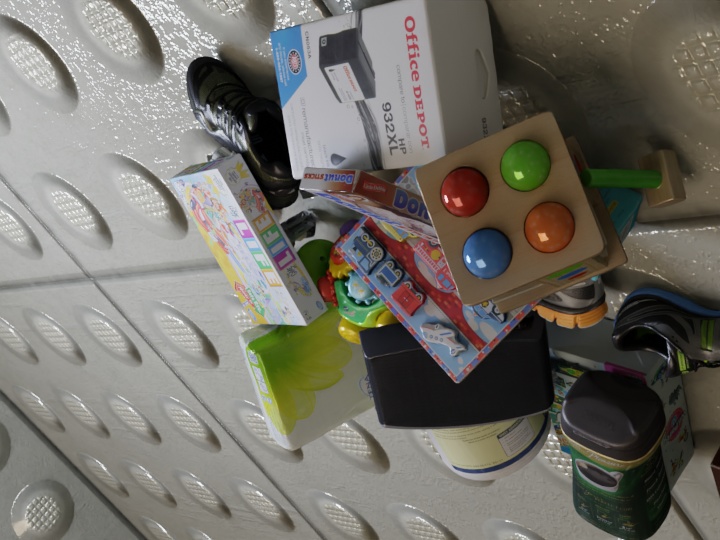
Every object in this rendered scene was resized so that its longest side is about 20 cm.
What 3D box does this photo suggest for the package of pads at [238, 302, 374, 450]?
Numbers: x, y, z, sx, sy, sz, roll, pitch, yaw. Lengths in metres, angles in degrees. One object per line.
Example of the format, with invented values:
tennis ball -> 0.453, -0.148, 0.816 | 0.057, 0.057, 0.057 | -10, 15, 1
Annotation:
package of pads -> -0.036, 0.110, 1.488 | 0.068, 0.199, 0.155 | 30, 141, 56

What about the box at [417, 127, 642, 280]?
box -> 0.159, -0.075, 1.171 | 0.200, 0.082, 0.049 | 29, 149, 18

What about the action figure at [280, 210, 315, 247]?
action figure -> -0.103, -0.014, 1.533 | 0.200, 0.130, 0.070 | 65, 180, -62

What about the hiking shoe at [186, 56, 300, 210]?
hiking shoe -> -0.119, -0.169, 1.350 | 0.200, 0.076, 0.101 | 54, 148, 12

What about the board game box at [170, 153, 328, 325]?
board game box -> -0.127, -0.031, 1.385 | 0.134, 0.034, 0.200 | -3, 119, 59

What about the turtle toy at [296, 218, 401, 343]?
turtle toy -> 0.000, 0.000, 1.387 | 0.101, 0.146, 0.200 | 34, 157, -28

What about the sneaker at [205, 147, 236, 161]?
sneaker -> -0.145, -0.105, 1.468 | 0.087, 0.074, 0.200 | 59, 163, -17

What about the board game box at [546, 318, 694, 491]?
board game box -> 0.281, 0.142, 1.364 | 0.147, 0.064, 0.200 | 17, 145, 37

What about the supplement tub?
supplement tub -> 0.127, 0.134, 1.446 | 0.145, 0.145, 0.200 | 9, 140, 43

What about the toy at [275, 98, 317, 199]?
toy -> -0.037, -0.145, 1.325 | 0.200, 0.047, 0.116 | -8, 105, 66

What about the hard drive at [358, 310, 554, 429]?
hard drive -> 0.105, 0.111, 1.317 | 0.199, 0.042, 0.135 | -7, 123, 8

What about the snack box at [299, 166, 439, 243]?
snack box -> 0.038, -0.058, 1.161 | 0.072, 0.024, 0.200 | 8, 172, 45

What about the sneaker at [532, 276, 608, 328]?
sneaker -> 0.167, -0.009, 1.280 | 0.199, 0.078, 0.077 | 17, 132, 29

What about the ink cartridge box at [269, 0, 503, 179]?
ink cartridge box -> 0.021, -0.166, 1.124 | 0.199, 0.084, 0.146 | -2, 99, 45

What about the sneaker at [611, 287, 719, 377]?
sneaker -> 0.334, 0.075, 1.182 | 0.199, 0.083, 0.071 | 14, 144, 38

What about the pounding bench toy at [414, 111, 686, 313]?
pounding bench toy -> 0.171, -0.060, 1.038 | 0.125, 0.199, 0.156 | 70, -164, 11

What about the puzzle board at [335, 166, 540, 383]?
puzzle board -> 0.084, -0.008, 1.262 | 0.200, 0.151, 0.017 | 48, -164, 18

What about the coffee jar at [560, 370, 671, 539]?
coffee jar -> 0.271, 0.195, 1.296 | 0.104, 0.085, 0.200 | 23, 148, 32

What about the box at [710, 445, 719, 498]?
box -> 0.450, 0.256, 1.319 | 0.100, 0.075, 0.200 | 12, 144, 40
